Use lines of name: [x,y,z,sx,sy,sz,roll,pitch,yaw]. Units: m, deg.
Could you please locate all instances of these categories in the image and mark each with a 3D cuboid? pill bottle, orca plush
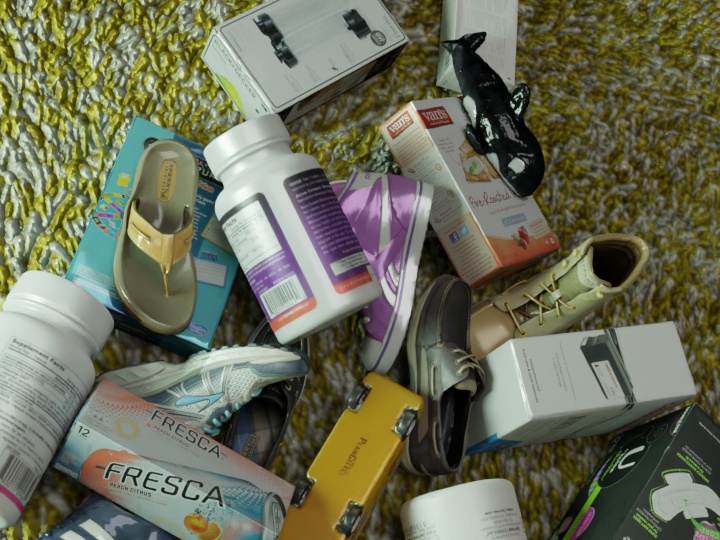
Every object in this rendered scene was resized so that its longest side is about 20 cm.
pill bottle: [-0.070,-0.041,1.154,0.111,0.111,0.201,-24,85,-28]
orca plush: [0.162,-0.184,1.320,0.105,0.071,0.201,15,51,-42]
pill bottle: [0.112,0.306,1.136,0.114,0.114,0.201,-5,71,-24]
pill bottle: [-0.300,0.108,1.048,0.113,0.113,0.201,30,61,-9]

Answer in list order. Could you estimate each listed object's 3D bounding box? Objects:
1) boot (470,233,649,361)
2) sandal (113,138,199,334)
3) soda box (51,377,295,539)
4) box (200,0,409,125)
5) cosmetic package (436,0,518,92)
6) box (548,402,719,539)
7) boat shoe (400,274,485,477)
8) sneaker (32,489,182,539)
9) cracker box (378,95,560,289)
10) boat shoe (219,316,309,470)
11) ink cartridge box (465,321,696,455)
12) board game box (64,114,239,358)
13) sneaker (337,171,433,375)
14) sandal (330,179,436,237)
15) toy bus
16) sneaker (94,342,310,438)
boot: [0.193,0.032,1.258,0.199,0.155,0.073,-20,78,-28]
sandal: [-0.183,-0.040,1.135,0.080,0.054,0.201,11,66,-18]
soda box: [-0.160,0.179,1.056,0.199,0.064,0.069,30,31,-6]
box: [-0.059,-0.242,1.321,0.200,0.060,0.117,-34,85,-30]
cosmetic package: [0.140,-0.302,1.433,0.082,0.051,0.201,13,65,-15]
box: [0.290,0.258,1.210,0.124,0.149,0.200,44,59,-2]
boat shoe: [0.090,0.106,1.199,0.074,0.073,0.202,9,87,-46]
sneaker: [-0.247,0.231,1.045,0.199,0.075,0.085,1,70,-33]
cracker box: [0.119,-0.089,1.307,0.134,0.058,0.201,-16,74,-52]
boat shoe: [-0.088,0.124,1.161,0.068,0.057,0.201,23,63,-12]
ink cartridge box: [0.214,0.120,1.237,0.199,0.145,0.085,-4,70,-24]
board game box: [-0.189,-0.032,1.189,0.150,0.047,0.201,24,62,-12]
sneaker: [0.000,0.000,1.229,0.113,0.073,0.202,11,85,-9]
sandal: [0.019,-0.068,1.287,0.202,0.050,0.083,-11,74,-28]
toy bus: [-0.013,0.198,1.137,0.065,0.078,0.201,25,63,15]
sneaker: [-0.139,0.118,1.116,0.199,0.078,0.087,-12,84,5]
